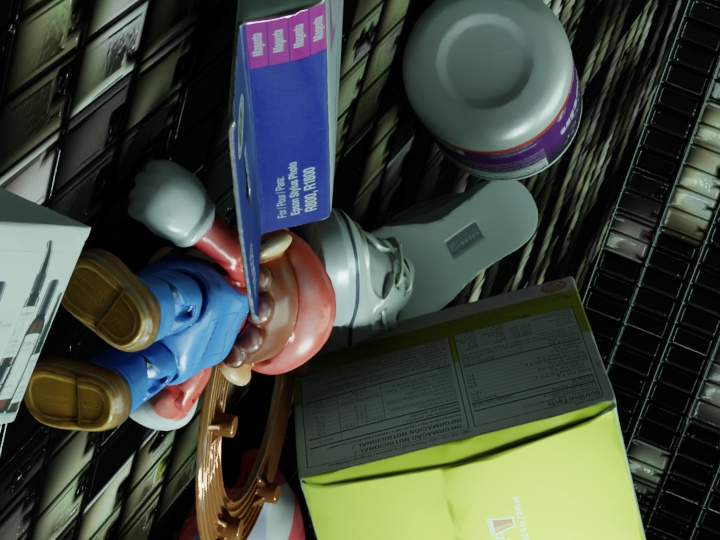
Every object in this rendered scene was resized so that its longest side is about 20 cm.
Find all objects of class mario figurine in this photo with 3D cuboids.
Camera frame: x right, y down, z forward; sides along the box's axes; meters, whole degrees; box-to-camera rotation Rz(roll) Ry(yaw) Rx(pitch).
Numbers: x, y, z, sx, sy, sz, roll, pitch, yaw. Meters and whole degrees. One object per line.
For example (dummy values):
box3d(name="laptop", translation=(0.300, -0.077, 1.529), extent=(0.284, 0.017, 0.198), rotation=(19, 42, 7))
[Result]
box3d(name="mario figurine", translation=(-0.094, 0.016, 1.090), extent=(0.123, 0.106, 0.200), rotation=(-32, 173, 24))

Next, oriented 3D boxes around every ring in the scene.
box3d(name="ring", translation=(-0.059, 0.073, 1.364), extent=(0.200, 0.019, 0.201), rotation=(8, 90, -79))

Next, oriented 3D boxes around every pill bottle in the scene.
box3d(name="pill bottle", translation=(0.095, -0.124, 1.596), extent=(0.200, 0.112, 0.113), rotation=(35, 77, -80))

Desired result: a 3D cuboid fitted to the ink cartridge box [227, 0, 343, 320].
box3d(name="ink cartridge box", translation=(-0.029, -0.106, 1.001), extent=(0.196, 0.043, 0.200), rotation=(90, 1, -67))

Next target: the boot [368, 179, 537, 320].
box3d(name="boot", translation=(0.032, -0.004, 1.648), extent=(0.200, 0.074, 0.096), rotation=(-25, -177, -39))

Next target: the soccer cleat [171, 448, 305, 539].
box3d(name="soccer cleat", translation=(-0.095, 0.173, 1.422), extent=(0.200, 0.067, 0.077), rotation=(-30, 104, -60))

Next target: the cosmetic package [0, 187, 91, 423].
box3d(name="cosmetic package", translation=(-0.152, 0.012, 0.772), extent=(0.200, 0.051, 0.083), rotation=(-1, 112, -79))

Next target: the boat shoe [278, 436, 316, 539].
box3d(name="boat shoe", translation=(-0.062, 0.198, 1.553), extent=(0.200, 0.070, 0.070), rotation=(-64, 149, -34))

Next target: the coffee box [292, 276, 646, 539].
box3d(name="coffee box", translation=(0.075, 0.151, 1.498), extent=(0.198, 0.200, 0.200), rotation=(-100, 175, -67))

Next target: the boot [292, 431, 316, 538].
box3d(name="boot", translation=(-0.025, 0.160, 1.703), extent=(0.151, 0.073, 0.200), rotation=(79, 29, -72))

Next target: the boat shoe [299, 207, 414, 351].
box3d(name="boat shoe", translation=(0.000, 0.000, 1.441), extent=(0.200, 0.067, 0.074), rotation=(104, -26, -79))
